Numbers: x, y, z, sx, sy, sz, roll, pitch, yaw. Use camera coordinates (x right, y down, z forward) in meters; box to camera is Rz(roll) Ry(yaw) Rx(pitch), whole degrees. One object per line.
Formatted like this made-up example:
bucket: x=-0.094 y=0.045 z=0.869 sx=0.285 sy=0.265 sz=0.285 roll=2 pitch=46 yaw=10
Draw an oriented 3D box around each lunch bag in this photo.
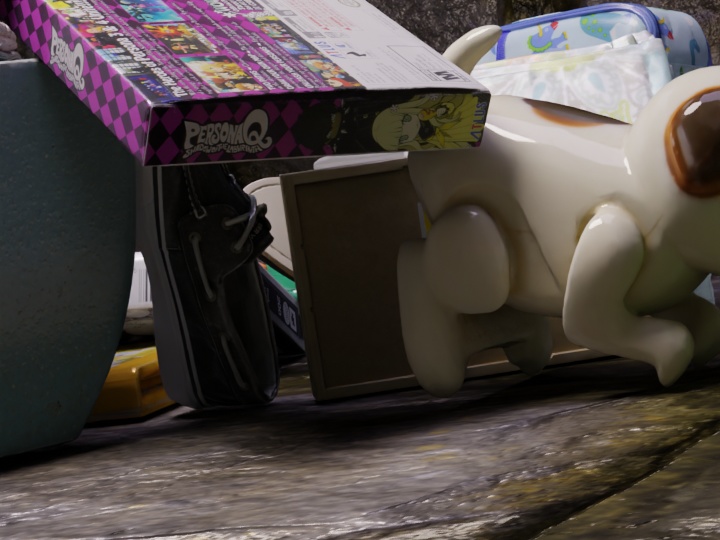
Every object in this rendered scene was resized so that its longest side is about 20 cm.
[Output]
lunch bag: x=0.148 y=-0.069 z=1.315 sx=0.160 sy=0.201 sz=0.082 roll=-1 pitch=0 yaw=42

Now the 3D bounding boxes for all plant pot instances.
plant pot: x=-0.233 y=0.003 z=1.044 sx=0.195 sy=0.201 sz=0.196 roll=-12 pitch=6 yaw=-41

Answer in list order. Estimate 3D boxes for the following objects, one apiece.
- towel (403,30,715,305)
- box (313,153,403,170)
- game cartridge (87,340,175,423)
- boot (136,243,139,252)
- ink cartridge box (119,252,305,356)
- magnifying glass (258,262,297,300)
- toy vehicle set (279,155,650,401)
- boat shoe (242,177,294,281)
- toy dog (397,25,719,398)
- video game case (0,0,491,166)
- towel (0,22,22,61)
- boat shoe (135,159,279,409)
towel: x=0.114 y=-0.043 z=1.196 sx=0.170 sy=0.201 sz=0.048 roll=-10 pitch=-30 yaw=9
box: x=0.100 y=-0.039 z=1.498 sx=0.198 sy=0.132 sz=0.200 roll=-10 pitch=4 yaw=-27
game cartridge: x=-0.188 y=0.070 z=1.230 sx=0.199 sy=0.033 sz=0.176 roll=-6 pitch=4 yaw=19
boot: x=-0.172 y=-0.012 z=1.361 sx=0.075 sy=0.074 sz=0.199 roll=-27 pitch=-28 yaw=35
ink cartridge box: x=-0.141 y=0.036 z=1.340 sx=0.197 sy=0.044 sz=0.200 roll=-5 pitch=-17 yaw=13
magnifying glass: x=-0.053 y=0.010 z=1.357 sx=0.199 sy=0.023 sz=0.079 roll=15 pitch=-21 yaw=-36
toy vehicle set: x=0.062 y=-0.005 z=1.106 sx=0.199 sy=0.125 sz=0.027 roll=-8 pitch=4 yaw=-6
boat shoe: x=0.000 y=0.000 z=1.283 sx=0.199 sy=0.073 sz=0.063 roll=19 pitch=-27 yaw=-24
toy dog: x=0.132 y=-0.036 z=0.993 sx=0.199 sy=0.195 sz=0.139 roll=-14 pitch=-12 yaw=32
video game case: x=-0.062 y=-0.108 z=0.991 sx=0.180 sy=0.036 sz=0.200 roll=-5 pitch=29 yaw=-30
towel: x=-0.286 y=-0.109 z=1.072 sx=0.190 sy=0.032 sz=0.200 roll=-7 pitch=4 yaw=-1
boat shoe: x=-0.079 y=-0.018 z=1.095 sx=0.071 sy=0.201 sz=0.072 roll=1 pitch=27 yaw=20
